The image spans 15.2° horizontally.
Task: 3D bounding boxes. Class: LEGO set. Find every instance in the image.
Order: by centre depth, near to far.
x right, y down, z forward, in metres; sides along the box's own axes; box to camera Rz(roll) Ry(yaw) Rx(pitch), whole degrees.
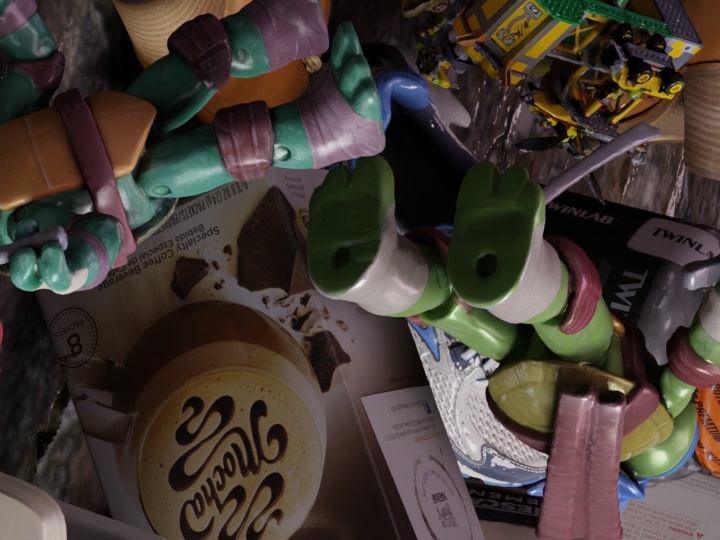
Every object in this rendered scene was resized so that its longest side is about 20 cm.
[{"bbox_3d":[0.047,-0.125,1.147,0.153,0.201,0.116,2,143,-50],"label":"LEGO set"}]

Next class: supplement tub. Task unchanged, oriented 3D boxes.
[{"bbox_3d":[0.103,0.026,1.265,0.122,0.199,0.123,-36,134,-51],"label":"supplement tub"}]

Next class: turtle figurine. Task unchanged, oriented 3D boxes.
[{"bbox_3d":[-0.099,-0.047,0.939,0.199,0.150,0.101,-20,152,-10],"label":"turtle figurine"},{"bbox_3d":[0.082,-0.012,1.001,0.200,0.144,0.193,-52,141,10],"label":"turtle figurine"}]

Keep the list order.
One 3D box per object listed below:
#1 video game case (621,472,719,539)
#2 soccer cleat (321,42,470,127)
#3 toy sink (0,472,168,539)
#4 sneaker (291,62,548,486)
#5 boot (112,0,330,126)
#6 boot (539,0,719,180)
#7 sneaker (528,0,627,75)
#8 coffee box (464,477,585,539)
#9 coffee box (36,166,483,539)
[{"bbox_3d":[0.145,0.187,1.429,0.182,0.199,0.036,-62,152,-25],"label":"video game case"},{"bbox_3d":[0.000,0.000,1.187,0.086,0.070,0.201,30,74,-45],"label":"soccer cleat"},{"bbox_3d":[-0.134,0.142,0.950,0.112,0.130,0.202,-24,123,-57],"label":"toy sink"},{"bbox_3d":[0.035,0.003,1.113,0.077,0.085,0.201,-39,105,-31],"label":"sneaker"},{"bbox_3d":[-0.036,-0.157,1.068,0.202,0.070,0.144,-66,158,-12],"label":"boot"},{"bbox_3d":[0.146,-0.131,1.206,0.073,0.200,0.156,-4,103,-25],"label":"boot"},{"bbox_3d":[0.131,-0.186,1.340,0.074,0.083,0.201,35,71,-61],"label":"sneaker"},{"bbox_3d":[0.060,0.127,1.254,0.200,0.112,0.080,-64,164,-79],"label":"coffee box"},{"bbox_3d":[-0.031,0.075,1.017,0.080,0.113,0.201,7,60,-65],"label":"coffee box"}]
